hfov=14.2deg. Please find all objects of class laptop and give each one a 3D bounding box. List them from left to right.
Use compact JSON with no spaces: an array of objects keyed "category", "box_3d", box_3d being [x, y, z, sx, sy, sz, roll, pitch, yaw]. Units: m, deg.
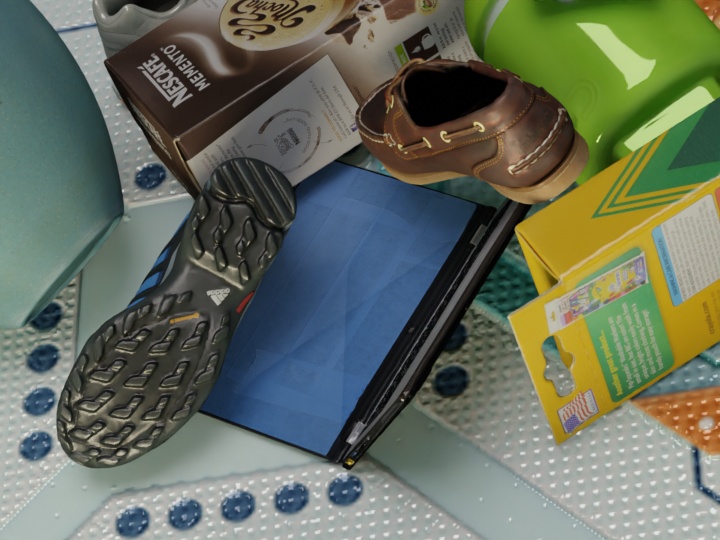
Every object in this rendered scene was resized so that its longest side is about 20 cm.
[{"category":"laptop","box_3d":[0.000,0.000,1.610,0.116,0.200,0.188,33,66,-2]}]

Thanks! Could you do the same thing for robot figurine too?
[{"category":"robot figurine","box_3d":[0.136,-0.123,1.621,0.115,0.176,0.200,-37,64,1]}]

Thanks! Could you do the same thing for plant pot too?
[{"category":"plant pot","box_3d":[-0.218,-0.045,1.685,0.135,0.200,0.200,42,71,1]}]

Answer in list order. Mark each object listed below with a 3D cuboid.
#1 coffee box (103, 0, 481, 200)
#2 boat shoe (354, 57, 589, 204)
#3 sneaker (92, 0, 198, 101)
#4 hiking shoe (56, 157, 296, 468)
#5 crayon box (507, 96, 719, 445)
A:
[{"category":"coffee box","box_3d":[-0.038,-0.127,1.727,0.199,0.080,0.113,-34,41,-9]},{"category":"boat shoe","box_3d":[0.050,-0.088,1.582,0.071,0.070,0.200,-55,28,-13]},{"category":"sneaker","box_3d":[-0.087,-0.193,1.796,0.075,0.092,0.200,28,67,33]},{"category":"hiking shoe","box_3d":[-0.099,0.029,1.640,0.074,0.087,0.200,37,88,1]},{"category":"crayon box","box_3d":[0.163,-0.008,1.550,0.199,0.126,0.052,-32,50,-7]}]
